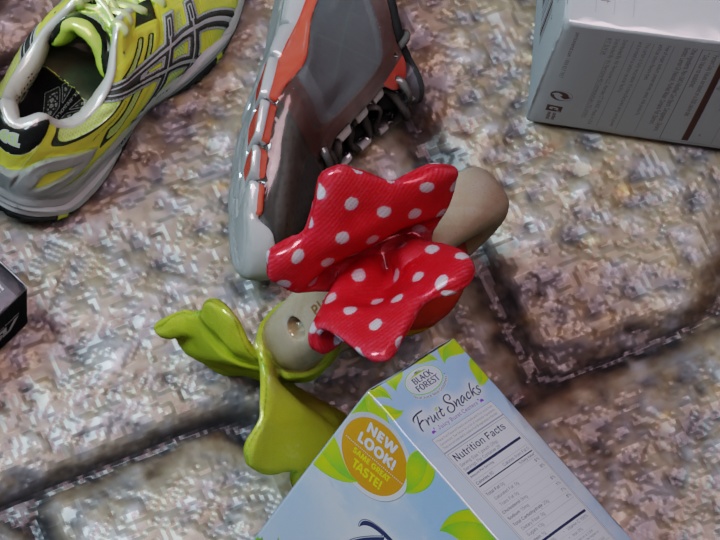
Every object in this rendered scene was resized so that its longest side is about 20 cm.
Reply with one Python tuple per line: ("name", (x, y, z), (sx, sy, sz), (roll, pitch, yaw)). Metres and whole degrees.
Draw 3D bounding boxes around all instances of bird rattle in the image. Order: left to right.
("bird rattle", (0.000, 0.000, 1.338), (0.113, 0.200, 0.163), (45, 47, 11))

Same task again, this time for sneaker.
("sneaker", (-0.110, -0.113, 1.422), (0.075, 0.076, 0.200), (28, 67, 7))
("sneaker", (-0.010, -0.084, 1.425), (0.082, 0.077, 0.201), (16, 68, -7))

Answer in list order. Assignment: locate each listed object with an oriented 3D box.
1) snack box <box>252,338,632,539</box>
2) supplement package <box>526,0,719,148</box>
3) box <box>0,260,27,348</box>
("snack box", (0.049, 0.158, 1.281), (0.200, 0.169, 0.068), (48, 44, 11))
("supplement package", (0.189, -0.132, 1.441), (0.199, 0.117, 0.117), (7, 67, -4))
("box", (-0.277, 0.004, 1.376), (0.200, 0.044, 0.160), (41, 71, 10))
